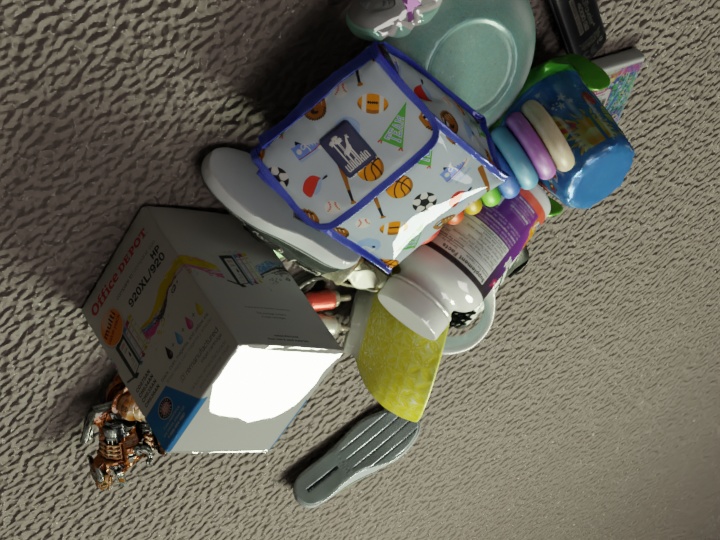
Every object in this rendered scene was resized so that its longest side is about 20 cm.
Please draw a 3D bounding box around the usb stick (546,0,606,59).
[{"bbox_3d":[0.227,-0.289,1.599,0.055,0.033,0.200,-46,150,-4],"label":"usb stick"}]

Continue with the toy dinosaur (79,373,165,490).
[{"bbox_3d":[-0.230,0.150,1.617,0.136,0.102,0.200,7,131,-33],"label":"toy dinosaur"}]

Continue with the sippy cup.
[{"bbox_3d":[0.229,-0.143,1.654,0.140,0.130,0.178,-39,148,0],"label":"sippy cup"}]

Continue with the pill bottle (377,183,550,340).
[{"bbox_3d":[0.111,-0.025,1.648,0.200,0.111,0.111,-51,152,-11],"label":"pill bottle"}]

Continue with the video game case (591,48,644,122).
[{"bbox_3d":[0.235,-0.169,1.777,0.200,0.024,0.182,-19,144,-31],"label":"video game case"}]

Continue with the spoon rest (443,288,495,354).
[{"bbox_3d":[0.141,0.009,1.779,0.060,0.099,0.200,12,114,-8],"label":"spoon rest"}]

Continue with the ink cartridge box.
[{"bbox_3d":[-0.150,0.058,1.467,0.145,0.200,0.147,6,128,-47],"label":"ink cartridge box"}]

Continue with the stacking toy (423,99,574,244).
[{"bbox_3d":[0.122,-0.092,1.565,0.200,0.085,0.085,-33,150,4],"label":"stacking toy"}]

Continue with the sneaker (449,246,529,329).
[{"bbox_3d":[0.168,-0.005,1.875,0.090,0.066,0.200,-11,137,-36],"label":"sneaker"}]

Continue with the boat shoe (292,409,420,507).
[{"bbox_3d":[-0.009,0.253,2.038,0.200,0.072,0.062,-32,174,-7],"label":"boat shoe"}]

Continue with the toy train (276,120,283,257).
[{"bbox_3d":[-0.070,-0.087,1.530,0.056,0.042,0.200,-13,142,-21],"label":"toy train"}]

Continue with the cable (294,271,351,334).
[{"bbox_3d":[-0.094,0.051,1.669,0.200,0.050,0.097,-5,119,-41],"label":"cable"}]

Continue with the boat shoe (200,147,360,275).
[{"bbox_3d":[-0.087,-0.051,1.487,0.200,0.069,0.057,33,136,-30],"label":"boat shoe"}]

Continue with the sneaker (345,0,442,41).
[{"bbox_3d":[0.055,-0.309,1.349,0.200,0.078,0.140,-42,148,-12],"label":"sneaker"}]

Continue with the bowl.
[{"bbox_3d":[0.039,0.071,1.770,0.107,0.200,0.200,14,135,-2],"label":"bowl"}]

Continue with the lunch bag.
[{"bbox_3d":[0.016,-0.111,1.422,0.170,0.124,0.200,-38,134,18],"label":"lunch bag"}]

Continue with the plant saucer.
[{"bbox_3d":[0.102,-0.207,1.496,0.201,0.039,0.201,-15,124,-24],"label":"plant saucer"}]

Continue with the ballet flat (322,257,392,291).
[{"bbox_3d":[0.000,0.000,1.657,0.067,0.062,0.200,-53,161,12],"label":"ballet flat"}]
